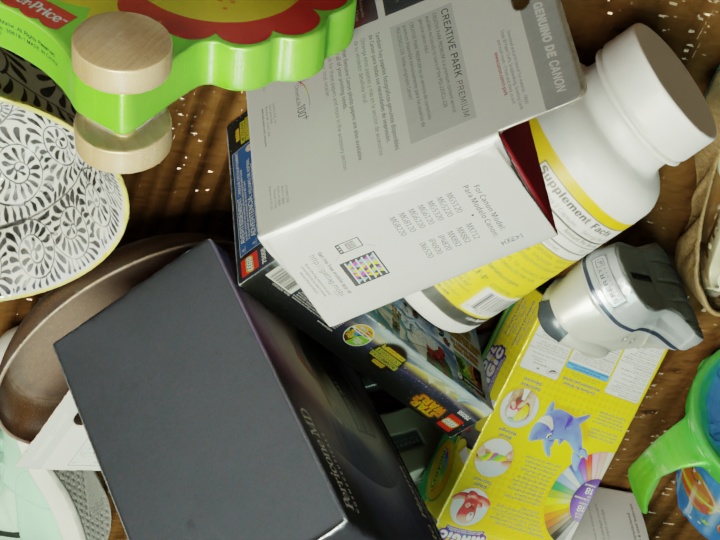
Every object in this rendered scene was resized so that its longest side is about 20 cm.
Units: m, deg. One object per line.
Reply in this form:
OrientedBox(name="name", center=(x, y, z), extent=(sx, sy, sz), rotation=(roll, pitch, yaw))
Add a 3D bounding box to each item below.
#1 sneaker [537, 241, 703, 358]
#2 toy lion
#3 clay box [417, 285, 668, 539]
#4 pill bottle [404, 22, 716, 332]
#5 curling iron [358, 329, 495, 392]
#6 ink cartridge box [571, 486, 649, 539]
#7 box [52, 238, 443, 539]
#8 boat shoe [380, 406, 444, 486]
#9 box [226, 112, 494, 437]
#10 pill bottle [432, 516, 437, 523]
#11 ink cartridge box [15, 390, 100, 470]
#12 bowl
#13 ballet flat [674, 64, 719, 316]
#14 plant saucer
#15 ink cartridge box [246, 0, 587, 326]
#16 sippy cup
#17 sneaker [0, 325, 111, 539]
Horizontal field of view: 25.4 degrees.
OrientedBox(name="sneaker", center=(0.168, 0.022, 1.042), extent=(0.071, 0.073, 0.200), rotation=(-26, 160, 21))
OrientedBox(name="toy lion", center=(-0.110, -0.144, 0.810), extent=(0.200, 0.192, 0.069), rotation=(29, 138, 21))
OrientedBox(name="clay box", center=(0.121, 0.117, 1.121), extent=(0.115, 0.048, 0.201), rotation=(21, 101, -28))
OrientedBox(name="pill bottle", center=(0.108, -0.057, 0.957), extent=(0.200, 0.112, 0.111), rotation=(-35, 130, 24))
OrientedBox(name="curling iron", center=(0.031, 0.073, 1.144), extent=(0.199, 0.026, 0.050), rotation=(-23, 156, 8))
OrientedBox(name="ink cartridge box", center=(0.109, 0.234, 1.275), extent=(0.199, 0.085, 0.146), rotation=(12, 132, -20))
OrientedBox(name="box", center=(-0.053, 0.120, 0.936), extent=(0.123, 0.200, 0.198), rotation=(-34, 148, 9))
OrientedBox(name="boat shoe", center=(-0.004, 0.140, 1.138), extent=(0.200, 0.070, 0.072), rotation=(-5, 151, -42))
OrientedBox(name="box", center=(0.000, 0.000, 0.981), extent=(0.040, 0.137, 0.200), rotation=(-33, 130, 23))
OrientedBox(name="pill bottle", center=(-0.025, 0.227, 1.190), extent=(0.111, 0.111, 0.200), rotation=(26, 160, -30))
OrientedBox(name="ink cartridge box", center=(-0.113, 0.070, 1.054), extent=(0.199, 0.050, 0.162), rotation=(9, 132, -40))
OrientedBox(name="bowl", center=(-0.230, -0.073, 0.893), extent=(0.200, 0.095, 0.201), rotation=(-4, 147, -3))
OrientedBox(name="ballet flat", center=(0.242, -0.046, 1.015), extent=(0.067, 0.073, 0.200), rotation=(-1, 135, -7))
OrientedBox(name="plant saucer", center=(-0.148, 0.040, 1.028), extent=(0.200, 0.032, 0.200), rotation=(-27, 152, -16))
OrientedBox(name="ink cartridge box", center=(0.034, -0.096, 0.839), extent=(0.175, 0.201, 0.084), rotation=(-22, 136, 16))
OrientedBox(name="sippy cup", center=(0.294, 0.139, 1.182), extent=(0.177, 0.140, 0.131), rotation=(19, 147, 8))
OrientedBox(name="sneaker", center=(-0.255, 0.124, 1.120), extent=(0.118, 0.074, 0.201), rotation=(2, 126, 15))
